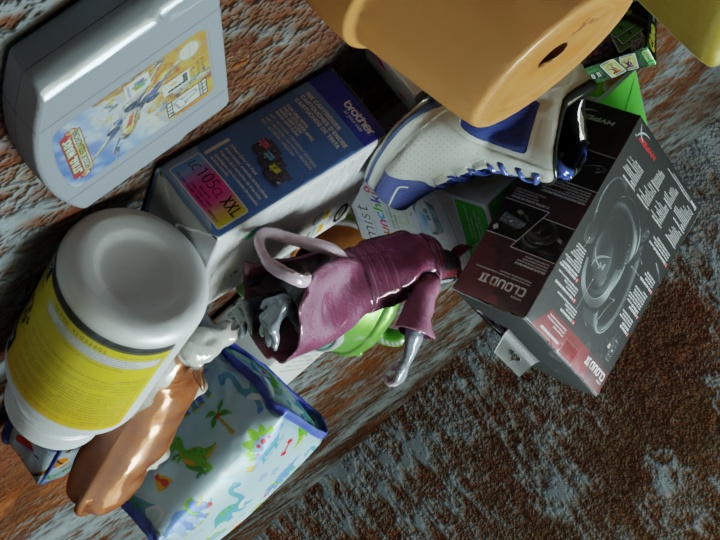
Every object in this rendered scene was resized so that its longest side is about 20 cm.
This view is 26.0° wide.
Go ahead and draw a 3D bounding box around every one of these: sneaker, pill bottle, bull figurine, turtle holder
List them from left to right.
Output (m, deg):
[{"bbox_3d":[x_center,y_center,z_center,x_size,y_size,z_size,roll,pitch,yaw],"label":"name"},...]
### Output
[{"bbox_3d":[-0.195,0.051,1.138,0.112,0.112,0.200,-30,166,-42],"label":"pill bottle"},{"bbox_3d":[-0.168,0.110,1.259,0.200,0.065,0.121,-53,174,7],"label":"bull figurine"},{"bbox_3d":[-0.039,-0.001,1.448,0.131,0.185,0.141,13,105,-28],"label":"turtle holder"},{"bbox_3d":[0.100,-0.094,1.146,0.199,0.115,0.080,-44,171,30],"label":"sneaker"}]

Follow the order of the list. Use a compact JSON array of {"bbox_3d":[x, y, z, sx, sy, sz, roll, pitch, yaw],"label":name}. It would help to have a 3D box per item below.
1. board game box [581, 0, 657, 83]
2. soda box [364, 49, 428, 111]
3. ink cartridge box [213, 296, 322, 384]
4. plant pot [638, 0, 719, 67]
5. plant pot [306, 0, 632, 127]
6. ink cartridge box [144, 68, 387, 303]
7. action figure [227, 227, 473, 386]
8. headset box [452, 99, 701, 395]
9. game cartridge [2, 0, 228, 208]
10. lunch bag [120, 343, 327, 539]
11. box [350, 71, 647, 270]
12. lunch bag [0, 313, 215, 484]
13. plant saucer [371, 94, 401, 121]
[{"bbox_3d":[0.135,-0.171,1.210,0.199,0.023,0.105,-17,-138,28],"label":"board game box"},{"bbox_3d":[0.098,-0.207,1.177,0.200,0.068,0.064,-39,169,-3],"label":"soda box"},{"bbox_3d":[-0.072,0.049,1.627,0.200,0.084,0.146,-41,169,10],"label":"ink cartridge box"},{"bbox_3d":[0.257,-0.300,1.032,0.195,0.194,0.200,-36,160,-17],"label":"plant pot"},{"bbox_3d":[0.082,-0.188,1.008,0.200,0.140,0.200,-37,169,-8],"label":"plant pot"},{"bbox_3d":[-0.065,-0.066,1.188,0.200,0.076,0.137,-31,166,-28],"label":"ink cartridge box"},{"bbox_3d":[0.000,0.000,1.187,0.199,0.134,0.149,-17,134,-21],"label":"action figure"},{"bbox_3d":[0.168,-0.010,1.214,0.200,0.077,0.149,-59,140,-9],"label":"headset box"},{"bbox_3d":[-0.139,-0.103,0.897,0.133,0.042,0.200,-41,170,-12],"label":"game cartridge"},{"bbox_3d":[-0.124,0.168,1.418,0.170,0.127,0.200,-44,155,1],"label":"lunch bag"},{"bbox_3d":[0.114,-0.094,1.313,0.200,0.176,0.097,-41,131,-27],"label":"box"},{"bbox_3d":[-0.214,0.098,1.378,0.200,0.076,0.160,-31,162,-41],"label":"lunch bag"},{"bbox_3d":[0.042,-0.118,1.450,0.200,0.035,0.200,-38,170,-8],"label":"plant saucer"}]
